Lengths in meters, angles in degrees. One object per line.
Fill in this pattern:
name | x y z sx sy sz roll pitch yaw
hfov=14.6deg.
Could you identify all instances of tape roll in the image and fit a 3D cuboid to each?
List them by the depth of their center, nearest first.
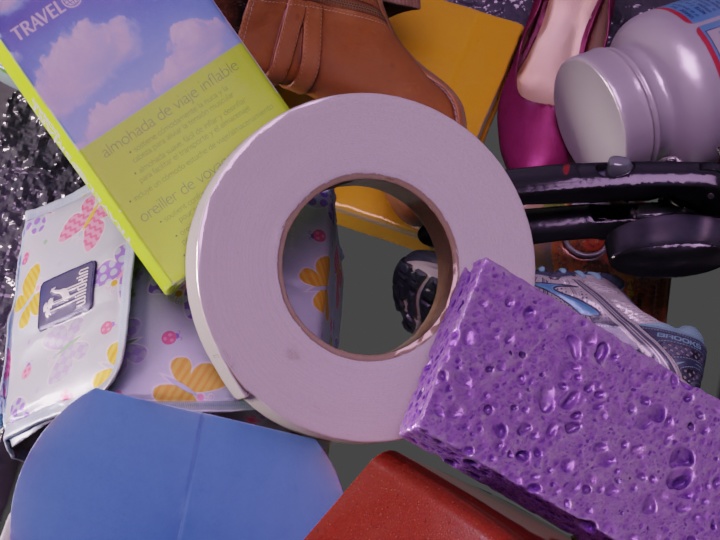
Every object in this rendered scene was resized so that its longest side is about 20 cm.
tape roll | 0.000 0.000 1.607 0.202 0.037 0.204 1 85 -13

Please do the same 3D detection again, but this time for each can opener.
can opener | 0.129 -0.039 1.691 0.199 0.064 0.079 4 24 12

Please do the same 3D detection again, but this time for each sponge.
sponge | 0.126 0.090 1.589 0.200 0.030 0.112 31 65 -14

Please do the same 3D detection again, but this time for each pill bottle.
pill bottle | 0.226 -0.121 1.771 0.199 0.109 0.109 -19 62 -23

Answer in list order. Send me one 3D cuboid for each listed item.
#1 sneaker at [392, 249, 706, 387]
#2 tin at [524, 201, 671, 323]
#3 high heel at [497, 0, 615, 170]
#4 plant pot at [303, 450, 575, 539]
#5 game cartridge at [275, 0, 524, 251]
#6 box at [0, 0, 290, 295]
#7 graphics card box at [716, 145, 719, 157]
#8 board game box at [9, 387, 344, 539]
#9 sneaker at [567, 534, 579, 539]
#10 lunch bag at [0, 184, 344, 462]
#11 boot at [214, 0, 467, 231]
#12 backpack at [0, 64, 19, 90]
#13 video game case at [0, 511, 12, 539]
sneaker | 0.115 0.035 1.695 0.199 0.078 0.086 27 52 7
tin | 0.132 0.037 1.745 0.111 0.042 0.201 10 62 1
high heel | 0.127 -0.151 1.802 0.067 0.096 0.201 8 53 8
plant pot | 0.053 0.214 1.534 0.200 0.200 0.176 -49 57 8
game cartridge | -0.014 -0.114 1.835 0.199 0.032 0.177 18 63 12
box | -0.121 -0.101 1.635 0.122 0.048 0.200 -35 89 -15
graphics card box | 0.285 0.018 1.702 0.051 0.125 0.201 -28 61 8
board game box | -0.102 0.154 1.632 0.199 0.039 0.159 13 101 5
sneaker | 0.180 0.191 1.637 0.199 0.076 0.105 -19 67 -8
lunch bag | -0.116 0.036 1.697 0.199 0.127 0.170 1 58 7
boot | -0.017 -0.120 1.721 0.155 0.077 0.201 2 76 -45
backpack | -0.171 -0.175 1.758 0.177 0.200 0.151 24 85 38
video game case | -0.139 0.247 1.637 0.199 0.022 0.183 14 62 7
